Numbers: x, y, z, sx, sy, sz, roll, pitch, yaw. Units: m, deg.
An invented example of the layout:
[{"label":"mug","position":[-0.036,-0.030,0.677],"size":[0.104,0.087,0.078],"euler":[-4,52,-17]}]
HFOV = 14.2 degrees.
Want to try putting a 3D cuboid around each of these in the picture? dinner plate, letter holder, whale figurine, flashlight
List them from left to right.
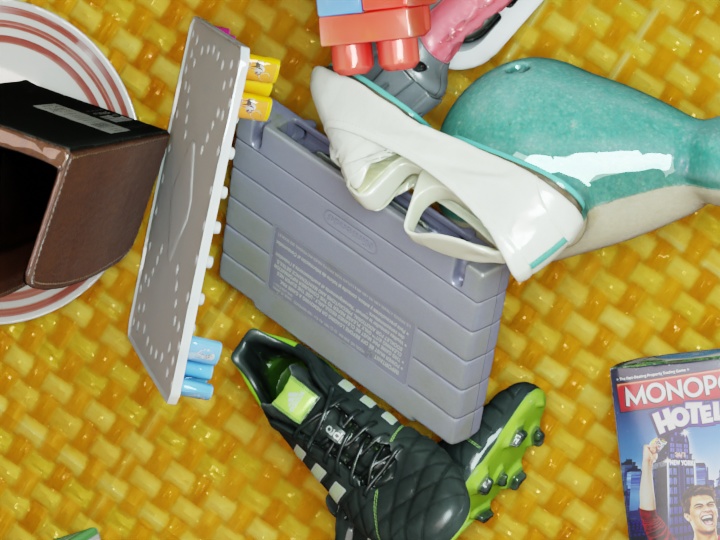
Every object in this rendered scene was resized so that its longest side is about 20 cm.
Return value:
[{"label":"dinner plate","position":[-0.227,-0.068,1.775],"size":[0.199,0.024,0.201],"euler":[1,96,13]},{"label":"letter holder","position":[-0.200,-0.024,1.659],"size":[0.100,0.200,0.143],"euler":[19,99,10]},{"label":"flashlight","position":[0.077,-0.154,1.631],"size":[0.068,0.068,0.200],"euler":[43,110,-14]},{"label":"whale figurine","position":[0.134,-0.071,1.621],"size":[0.199,0.159,0.104],"euler":[-5,114,32]}]

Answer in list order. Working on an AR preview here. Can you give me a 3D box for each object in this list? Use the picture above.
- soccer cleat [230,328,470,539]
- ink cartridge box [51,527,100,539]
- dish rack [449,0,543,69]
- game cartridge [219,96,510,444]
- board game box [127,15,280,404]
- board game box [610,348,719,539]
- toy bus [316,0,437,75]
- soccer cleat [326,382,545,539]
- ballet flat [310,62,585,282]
[{"label":"soccer cleat","position":[-0.010,0.098,1.659],"size":[0.068,0.081,0.200],"euler":[-52,42,1]},{"label":"ink cartridge box","position":[-0.257,0.233,1.747],"size":[0.199,0.146,0.085],"euler":[-18,92,14]},{"label":"dish rack","position":[0.042,-0.236,1.670],"size":[0.200,0.044,0.172],"euler":[41,110,-3]},{"label":"game cartridge","position":[0.000,0.000,1.667],"size":[0.200,0.038,0.130],"euler":[35,138,31]},{"label":"board game box","position":[-0.092,-0.038,1.665],"size":[0.026,0.200,0.201],"euler":[10,98,-13]},{"label":"board game box","position":[0.250,0.092,1.662],"size":[0.199,0.062,0.201],"euler":[-5,93,13]},{"label":"toy bus","position":[0.028,-0.207,1.564],"size":[0.199,0.136,0.193],"euler":[-8,93,21]},{"label":"soccer cleat","position":[0.031,0.136,1.709],"size":[0.081,0.067,0.200],"euler":[42,103,20]},{"label":"ballet flat","position":[0.032,-0.052,1.571],"size":[0.200,0.069,0.070],"euler":[30,102,34]}]
